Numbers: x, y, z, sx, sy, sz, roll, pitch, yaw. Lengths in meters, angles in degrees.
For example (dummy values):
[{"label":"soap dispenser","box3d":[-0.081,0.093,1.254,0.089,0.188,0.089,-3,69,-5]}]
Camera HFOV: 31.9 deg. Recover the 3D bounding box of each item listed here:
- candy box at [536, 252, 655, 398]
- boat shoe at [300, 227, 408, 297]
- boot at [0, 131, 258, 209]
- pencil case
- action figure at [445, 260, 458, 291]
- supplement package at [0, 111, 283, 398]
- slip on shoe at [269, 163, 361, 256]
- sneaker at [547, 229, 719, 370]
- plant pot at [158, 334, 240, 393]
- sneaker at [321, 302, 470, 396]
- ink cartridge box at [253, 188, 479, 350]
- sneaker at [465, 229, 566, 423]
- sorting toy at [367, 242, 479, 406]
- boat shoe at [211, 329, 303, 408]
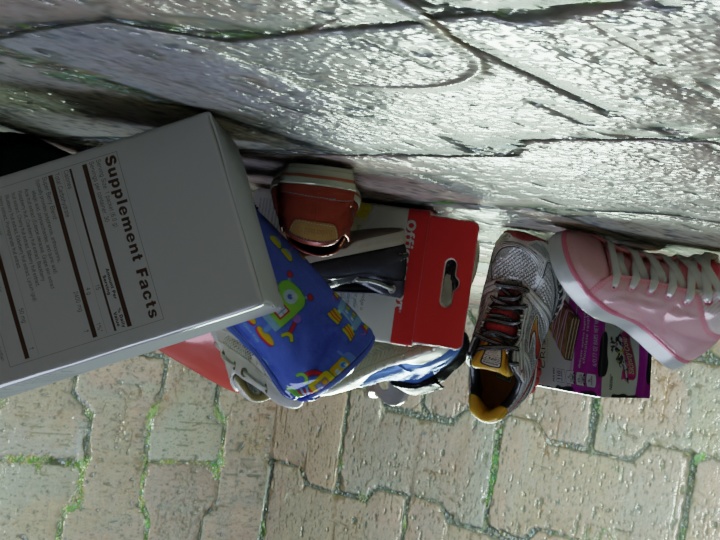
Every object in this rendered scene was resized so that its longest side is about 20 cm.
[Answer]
[{"label":"candy box","box3d":[0.208,0.049,1.246,0.060,0.138,0.200,4,178,-22]},{"label":"boat shoe","box3d":[-0.049,0.013,1.015,0.198,0.064,0.072,-13,-168,-23]},{"label":"boot","box3d":[-0.186,-0.054,0.967,0.166,0.078,0.200,10,-177,20]},{"label":"pencil case","box3d":[-0.081,0.008,0.903,0.200,0.087,0.078,46,162,-8]},{"label":"action figure","box3d":[-0.007,-0.005,1.203,0.197,0.104,0.119,4,174,20]},{"label":"supplement package","box3d":[-0.161,-0.005,0.782,0.198,0.121,0.121,-17,176,0]},{"label":"slip on shoe","box3d":[-0.035,-0.042,0.962,0.073,0.062,0.200,6,179,-3]},{"label":"sneaker","box3d":[0.254,0.006,1.085,0.199,0.076,0.104,34,128,-31]},{"label":"plant pot","box3d":[-0.160,0.013,1.318,0.199,0.203,0.177,5,166,43]},{"label":"sneaker","box3d":[0.009,0.087,1.215,0.198,0.078,0.111,-18,155,14]},{"label":"ink cartridge box","box3d":[0.000,0.000,1.104,0.197,0.118,0.067,9,179,7]},{"label":"sneaker","box3d":[0.142,0.057,1.182,0.077,0.202,0.082,15,-149,22]},{"label":"sorting toy","box3d":[0.039,0.050,1.337,0.105,0.183,0.200,8,177,-12]},{"label":"boat shoe","box3d":[-0.094,0.082,1.120,0.070,0.070,0.200,7,-178,-20]}]
